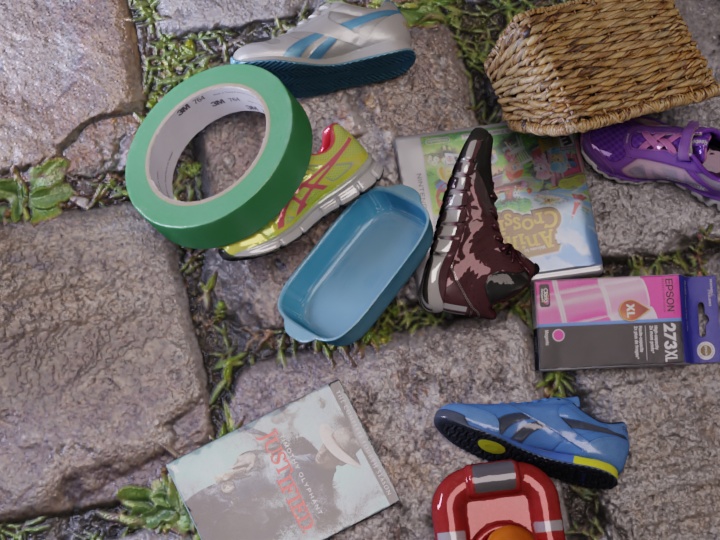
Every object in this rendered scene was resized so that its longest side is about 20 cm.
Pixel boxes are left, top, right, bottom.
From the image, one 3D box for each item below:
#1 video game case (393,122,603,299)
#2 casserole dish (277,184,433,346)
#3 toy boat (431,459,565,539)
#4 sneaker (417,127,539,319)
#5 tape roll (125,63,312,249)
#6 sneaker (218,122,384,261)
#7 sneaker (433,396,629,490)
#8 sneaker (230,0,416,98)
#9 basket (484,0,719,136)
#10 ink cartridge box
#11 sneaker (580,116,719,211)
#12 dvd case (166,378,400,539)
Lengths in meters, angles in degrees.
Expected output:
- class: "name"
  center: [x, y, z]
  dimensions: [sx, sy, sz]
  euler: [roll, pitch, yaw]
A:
- class: "video game case"
  center: [0.147, -0.070, 1.669]
  dimensions: [0.200, 0.022, 0.182]
  euler: [-8, 75, -3]
- class: "casserole dish"
  center: [0.000, 0.000, 1.615]
  dimensions: [0.121, 0.039, 0.200]
  euler: [29, 76, 45]
- class: "toy boat"
  center: [0.143, 0.281, 1.519]
  dimensions: [0.130, 0.131, 0.200]
  euler: [-7, 75, -2]
- class: "sneaker"
  center: [0.138, -0.041, 1.620]
  dimensions: [0.115, 0.076, 0.200]
  euler: [16, 86, -1]
- class: "tape roll"
  center: [-0.149, -0.120, 1.618]
  dimensions: [0.200, 0.048, 0.201]
  euler: [-13, 56, 21]
- class: "sneaker"
  center: [-0.076, -0.083, 1.631]
  dimensions: [0.200, 0.078, 0.090]
  euler: [-37, 103, -20]
- class: "sneaker"
  center: [0.176, 0.161, 1.591]
  dimensions: [0.200, 0.066, 0.078]
  euler: [15, 64, 3]
- class: "sneaker"
  center: [-0.045, -0.243, 1.692]
  dimensions: [0.200, 0.077, 0.081]
  euler: [-9, 67, -9]
- class: "basket"
  center: [0.248, -0.195, 1.636]
  dimensions: [0.200, 0.143, 0.149]
  euler: [-17, 72, -23]
- class: "ink cartridge box"
  center: [0.280, 0.054, 1.627]
  dimensions: [0.200, 0.037, 0.095]
  euler: [-3, 83, -3]
- class: "sneaker"
  center: [0.335, -0.128, 1.653]
  dimensions: [0.200, 0.088, 0.081]
  euler: [17, 77, 4]
- class: "dvd case"
  center: [-0.079, 0.218, 1.590]
  dimensions: [0.200, 0.022, 0.146]
  euler: [-25, 77, -8]
